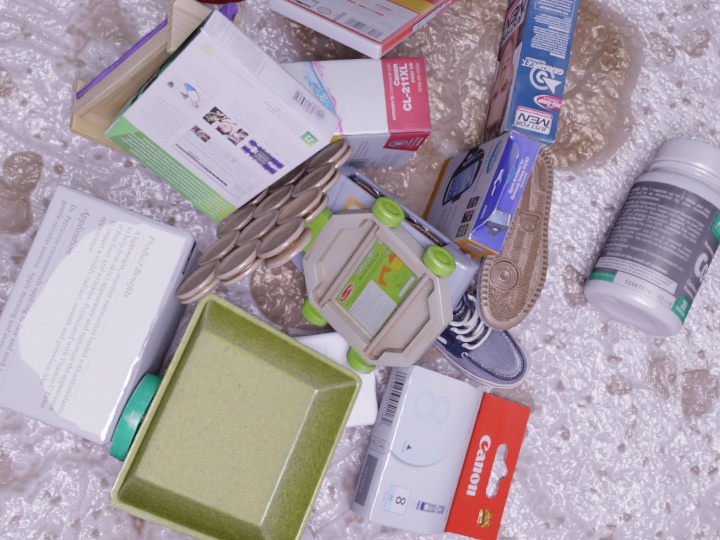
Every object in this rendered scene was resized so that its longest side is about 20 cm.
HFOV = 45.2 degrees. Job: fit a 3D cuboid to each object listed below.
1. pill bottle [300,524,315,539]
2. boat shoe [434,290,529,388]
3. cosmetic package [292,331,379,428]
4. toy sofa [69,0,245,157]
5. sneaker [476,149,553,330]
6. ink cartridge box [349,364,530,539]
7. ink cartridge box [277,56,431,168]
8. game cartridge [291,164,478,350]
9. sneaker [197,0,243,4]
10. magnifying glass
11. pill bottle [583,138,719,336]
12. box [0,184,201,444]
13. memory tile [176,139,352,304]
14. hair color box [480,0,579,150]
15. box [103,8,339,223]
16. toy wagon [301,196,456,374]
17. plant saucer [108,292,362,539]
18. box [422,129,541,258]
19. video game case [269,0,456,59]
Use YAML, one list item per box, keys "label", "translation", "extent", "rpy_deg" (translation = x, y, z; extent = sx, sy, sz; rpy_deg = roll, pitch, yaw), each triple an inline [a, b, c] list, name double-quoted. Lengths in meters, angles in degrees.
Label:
- label: "pill bottle"
  translation: [-0.126, 0.336, 0.867]
  extent: [0.199, 0.113, 0.114]
  rpy_deg: [-26, 88, -11]
- label: "boat shoe"
  translation: [0.111, 0.060, 0.942]
  extent: [0.199, 0.093, 0.075]
  rpy_deg: [36, 80, -3]
- label: "cosmetic package"
  translation: [-0.087, 0.123, 0.916]
  extent: [0.198, 0.071, 0.102]
  rpy_deg: [-6, 85, -9]
- label: "toy sofa"
  translation: [-0.206, -0.202, 0.864]
  extent: [0.082, 0.199, 0.098]
  rpy_deg: [19, 60, -41]
- label: "sneaker"
  translation: [0.155, -0.026, 0.946]
  extent: [0.070, 0.108, 0.202]
  rpy_deg: [16, 75, -11]
- label: "ink cartridge box"
  translation: [0.100, 0.201, 0.916]
  extent: [0.199, 0.047, 0.161]
  rpy_deg: [21, 81, -27]
- label: "ink cartridge box"
  translation: [-0.038, -0.161, 0.915]
  extent: [0.198, 0.146, 0.084]
  rpy_deg: [-4, 84, -9]
- label: "game cartridge"
  translation: [0.012, -0.012, 0.888]
  extent: [0.200, 0.041, 0.134]
  rpy_deg: [38, 118, 17]
- label: "sneaker"
  translation: [-0.126, -0.382, 0.972]
  extent: [0.199, 0.078, 0.116]
  rpy_deg: [-27, 80, -23]
- label: "magnifying glass"
  translation: [-0.201, 0.127, 0.832]
  extent: [0.022, 0.200, 0.080]
  rpy_deg: [23, 94, -1]
- label: "pill bottle"
  translation: [0.342, -0.039, 0.971]
  extent: [0.113, 0.113, 0.201]
  rpy_deg: [28, 82, -5]
- label: "box"
  translation: [-0.250, 0.047, 0.834]
  extent: [0.130, 0.200, 0.200]
  rpy_deg: [22, 81, -4]
- label: "memory tile"
  translation: [-0.084, -0.048, 0.804]
  extent: [0.153, 0.200, 0.017]
  rpy_deg: [-25, 114, 29]
- label: "hair color box"
  translation: [0.193, -0.235, 0.983]
  extent: [0.060, 0.100, 0.202]
  rpy_deg: [12, 82, -7]
- label: "box"
  translation: [-0.133, -0.132, 0.797]
  extent: [0.144, 0.199, 0.037]
  rpy_deg: [40, 49, -22]
- label: "toy wagon"
  translation: [0.000, 0.000, 0.853]
  extent: [0.200, 0.039, 0.155]
  rpy_deg: [45, 122, 13]
- label: "plant saucer"
  translation: [-0.117, 0.152, 0.813]
  extent: [0.199, 0.048, 0.201]
  rpy_deg: [33, 71, -31]
- label: "box"
  translation: [0.119, -0.072, 0.903]
  extent: [0.041, 0.200, 0.120]
  rpy_deg: [25, 81, -15]
- label: "video game case"
  translation: [0.017, -0.302, 0.933]
  extent: [0.142, 0.018, 0.200]
  rpy_deg: [30, 51, 20]
